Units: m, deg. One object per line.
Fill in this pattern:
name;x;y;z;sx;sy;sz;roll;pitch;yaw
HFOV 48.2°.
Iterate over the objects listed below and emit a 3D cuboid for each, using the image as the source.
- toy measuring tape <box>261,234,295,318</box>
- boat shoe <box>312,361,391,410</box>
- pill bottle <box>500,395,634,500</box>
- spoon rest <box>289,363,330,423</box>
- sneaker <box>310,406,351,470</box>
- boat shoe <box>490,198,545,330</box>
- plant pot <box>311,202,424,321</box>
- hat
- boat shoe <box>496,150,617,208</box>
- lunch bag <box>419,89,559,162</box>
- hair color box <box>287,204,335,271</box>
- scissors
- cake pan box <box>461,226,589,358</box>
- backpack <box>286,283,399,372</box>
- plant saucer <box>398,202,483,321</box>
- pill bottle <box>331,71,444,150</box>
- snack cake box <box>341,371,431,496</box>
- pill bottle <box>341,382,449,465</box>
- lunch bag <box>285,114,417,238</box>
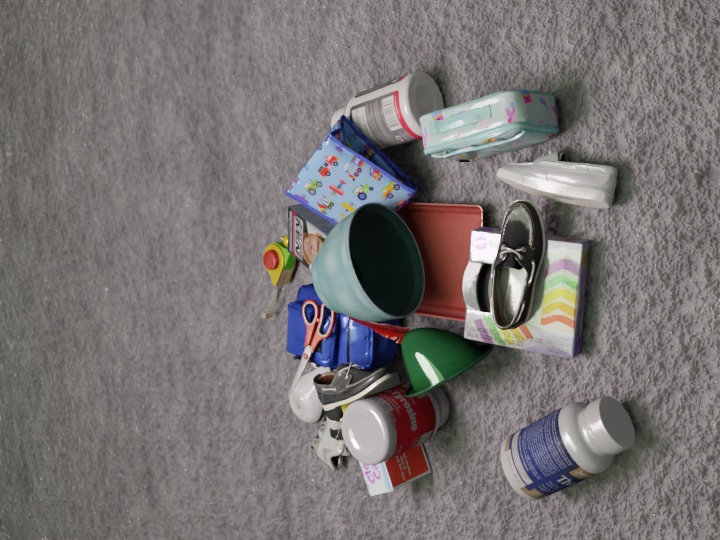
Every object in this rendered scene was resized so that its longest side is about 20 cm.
toy measuring tape;-0.186;0.006;1.725;0.073;0.073;0.202;41;122;31
boat shoe;-0.020;0.196;1.418;0.199;0.071;0.068;-27;88;52
pill bottle;0.323;0.274;1.257;0.200;0.110;0.112;-40;70;40
spoon rest;-0.103;0.245;1.702;0.100;0.060;0.202;49;139;28
sneaker;-0.034;0.324;1.634;0.088;0.073;0.202;44;133;29
boat shoe;0.236;-0.007;1.241;0.073;0.060;0.203;14;105;29
plant pot;0.000;0.000;1.396;0.133;0.199;0.203;-21;83;38
hat;0.100;0.101;1.368;0.198;0.166;0.178;-29;89;-1
boat shoe;0.302;-0.149;1.244;0.199;0.071;0.069;18;88;47
lunch bag;0.196;-0.224;1.264;0.198;0.159;0.078;-10;90;43
hair color box;-0.076;-0.052;1.573;0.200;0.060;0.101;37;131;51
scissors;-0.090;0.148;1.464;0.072;0.014;0.203;17;101;27
cake pan box;0.262;0.032;1.297;0.197;0.052;0.187;11;102;30
backpack;-0.035;0.121;1.537;0.198;0.167;0.165;13;111;34
plant saucer;0.140;-0.019;1.430;0.198;0.036;0.203;6;101;41
pill bottle;0.043;-0.273;1.435;0.198;0.110;0.113;-9;91;44
snack cake box;0.045;0.306;1.523;0.067;0.114;0.203;-27;77;42
pill bottle;0.069;0.264;1.435;0.111;0.198;0.114;9;103;41
lunch bag;-0.006;-0.144;1.426;0.199;0.094;0.151;38;125;-9
